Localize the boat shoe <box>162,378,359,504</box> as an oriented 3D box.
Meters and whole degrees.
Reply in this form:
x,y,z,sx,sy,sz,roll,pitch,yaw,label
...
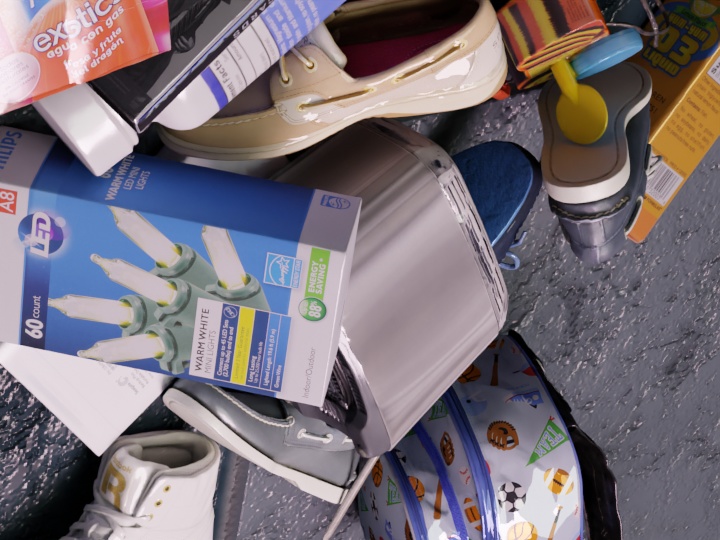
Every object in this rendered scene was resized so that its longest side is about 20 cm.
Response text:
x,y,z,sx,sy,sz,roll,pitch,yaw,label
-0.055,0.091,1.485,0.062,0.073,0.200,-59,146,-3,boat shoe

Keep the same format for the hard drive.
x,y,z,sx,sy,sz,roll,pitch,yaw,label
-0.116,0.003,1.381,0.200,0.027,0.132,-45,142,-6,hard drive

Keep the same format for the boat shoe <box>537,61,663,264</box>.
x,y,z,sx,sy,sz,roll,pitch,yaw,label
0.150,-0.072,1.475,0.074,0.200,0.062,-7,117,8,boat shoe

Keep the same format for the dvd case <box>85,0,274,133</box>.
x,y,z,sx,sy,sz,roll,pitch,yaw,label
-0.090,-0.189,1.159,0.200,0.150,0.025,-45,171,-7,dvd case

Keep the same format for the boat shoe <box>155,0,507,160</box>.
x,y,z,sx,sy,sz,roll,pitch,yaw,label
-0.019,-0.117,1.302,0.199,0.074,0.069,-14,143,-4,boat shoe

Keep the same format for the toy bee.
x,y,z,sx,sy,sz,roll,pitch,yaw,label
0.117,-0.133,1.438,0.108,0.132,0.200,-27,153,19,toy bee

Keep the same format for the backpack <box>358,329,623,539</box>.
x,y,z,sx,sy,sz,roll,pitch,yaw,label
0.079,0.145,1.581,0.153,0.200,0.192,-11,126,-22,backpack

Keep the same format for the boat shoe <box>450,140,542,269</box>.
x,y,z,sx,sy,sz,roll,pitch,yaw,label
0.045,-0.004,1.511,0.200,0.084,0.068,-45,153,20,boat shoe

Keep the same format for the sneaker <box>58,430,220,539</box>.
x,y,z,sx,sy,sz,roll,pitch,yaw,label
-0.165,0.159,1.430,0.199,0.073,0.116,-24,134,-44,sneaker

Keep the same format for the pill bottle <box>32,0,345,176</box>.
x,y,z,sx,sy,sz,roll,pitch,yaw,label
-0.086,-0.144,1.219,0.200,0.112,0.112,-41,141,-5,pill bottle

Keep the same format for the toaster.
x,y,z,sx,sy,sz,roll,pitch,yaw,label
0.000,0.000,1.382,0.129,0.113,0.201,-40,131,-19,toaster

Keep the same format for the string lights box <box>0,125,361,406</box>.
x,y,z,sx,sy,sz,roll,pitch,yaw,label
-0.106,-0.002,1.261,0.059,0.199,0.103,-75,175,-57,string lights box

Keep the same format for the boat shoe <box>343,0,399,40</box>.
x,y,z,sx,sy,sz,roll,pitch,yaw,label
0.020,-0.159,1.356,0.074,0.060,0.200,-44,142,-6,boat shoe

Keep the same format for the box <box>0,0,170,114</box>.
x,y,z,sx,sy,sz,roll,pitch,yaw,label
-0.174,-0.166,1.042,0.095,0.200,0.100,-25,135,-27,box

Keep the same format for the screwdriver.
x,y,z,sx,sy,sz,roll,pitch,yaw,label
0.019,0.096,1.501,0.029,0.028,0.201,12,120,-44,screwdriver

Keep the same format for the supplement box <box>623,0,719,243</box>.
x,y,z,sx,sy,sz,roll,pitch,yaw,label
0.210,-0.122,1.574,0.200,0.066,0.069,-53,139,2,supplement box
